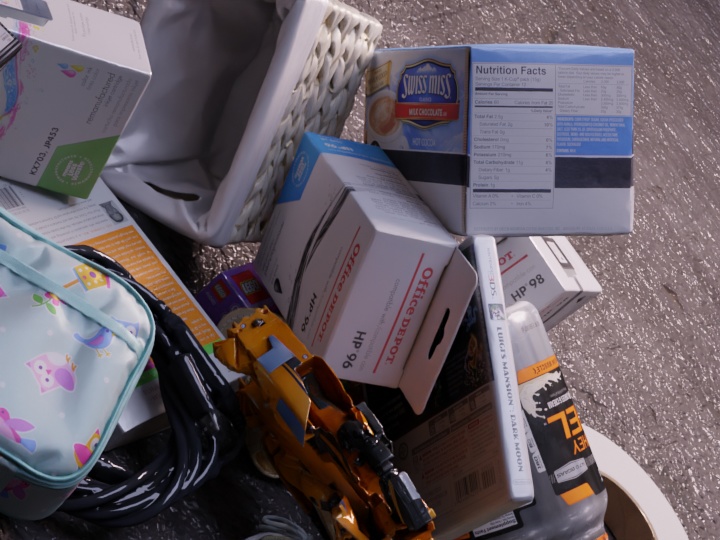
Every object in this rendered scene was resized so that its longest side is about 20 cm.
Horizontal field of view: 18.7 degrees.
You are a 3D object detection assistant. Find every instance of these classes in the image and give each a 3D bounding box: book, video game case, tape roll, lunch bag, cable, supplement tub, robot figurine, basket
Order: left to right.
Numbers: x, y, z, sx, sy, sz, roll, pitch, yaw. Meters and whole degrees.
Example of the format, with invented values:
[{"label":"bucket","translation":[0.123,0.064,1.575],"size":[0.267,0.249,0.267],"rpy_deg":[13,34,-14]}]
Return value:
[{"label":"lunch bag","translation":[-0.230,0.037,1.299],"size":[0.200,0.077,0.161],"rpy_deg":[33,55,-10]},{"label":"cable","translation":[-0.176,0.069,1.389],"size":[0.163,0.051,0.200],"rpy_deg":[-31,81,-35]},{"label":"book","translation":[-0.182,0.018,1.482],"size":[0.200,0.048,0.133],"rpy_deg":[54,33,11]},{"label":"basket","translation":[-0.088,-0.129,1.602],"size":[0.135,0.201,0.123],"rpy_deg":[30,13,31]},{"label":"robot figurine","translation":[-0.020,0.125,1.409],"size":[0.058,0.145,0.200],"rpy_deg":[-30,61,-17]},{"label":"video game case","translation":[0.055,0.093,1.513],"size":[0.023,0.200,0.183],"rpy_deg":[0,71,-24]},{"label":"supplement tub","translation":[0.107,0.134,1.626],"size":[0.122,0.122,0.201],"rpy_deg":[-20,89,-59]},{"label":"tape roll","translation":[0.194,0.213,1.764],"size":[0.202,0.037,0.203],"rpy_deg":[34,32,-25]}]

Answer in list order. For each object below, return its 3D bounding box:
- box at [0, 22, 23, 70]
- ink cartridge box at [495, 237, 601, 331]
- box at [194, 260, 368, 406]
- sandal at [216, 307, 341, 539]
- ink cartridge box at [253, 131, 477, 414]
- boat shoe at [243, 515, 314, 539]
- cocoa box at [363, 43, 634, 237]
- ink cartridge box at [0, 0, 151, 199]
[{"label":"box","translation":[-0.300,-0.068,1.306],"size":[0.044,0.160,0.200],"rpy_deg":[45,30,-8]},{"label":"ink cartridge box","translation":[0.113,0.023,1.752],"size":[0.067,0.116,0.200],"rpy_deg":[56,14,10]},{"label":"box","translation":[-0.026,0.048,1.661],"size":[0.137,0.039,0.200],"rpy_deg":[54,29,9]},{"label":"sandal","translation":[-0.043,0.119,1.514],"size":[0.212,0.078,0.070],"rpy_deg":[57,24,6]},{"label":"ink cartridge box","translation":[0.000,0.000,1.513],"size":[0.068,0.116,0.200],"rpy_deg":[11,23,-27]},{"label":"boat shoe","translation":[-0.053,0.193,1.379],"size":[0.074,0.065,0.202],"rpy_deg":[29,9,14]},{"label":"cocoa box","translation":[0.095,-0.096,1.567],"size":[0.133,0.200,0.132],"rpy_deg":[-1,95,-21]},{"label":"ink cartridge box","translation":[-0.254,-0.132,1.451],"size":[0.199,0.117,0.067],"rpy_deg":[15,35,-25]}]
